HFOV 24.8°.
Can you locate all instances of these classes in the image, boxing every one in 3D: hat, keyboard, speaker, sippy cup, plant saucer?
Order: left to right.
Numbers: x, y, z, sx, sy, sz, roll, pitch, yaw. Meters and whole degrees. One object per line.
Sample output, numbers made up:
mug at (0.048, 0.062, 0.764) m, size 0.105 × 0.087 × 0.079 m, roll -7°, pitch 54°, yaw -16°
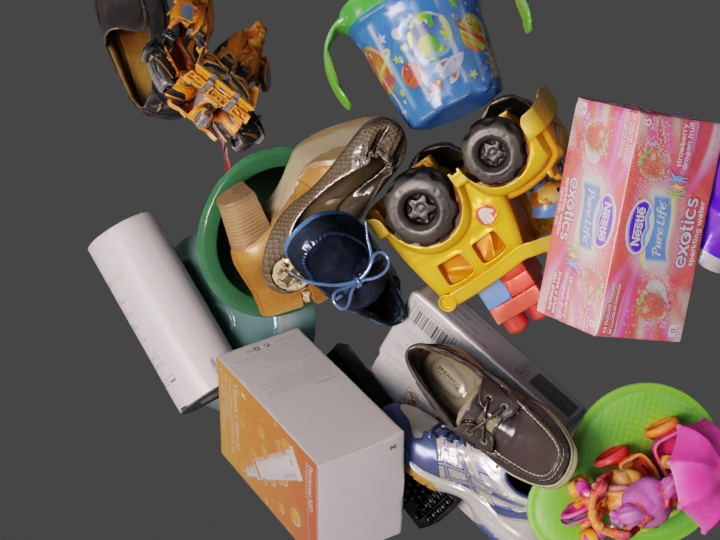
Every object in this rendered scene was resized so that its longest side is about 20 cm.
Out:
speaker at (-0.198, 0.042, 1.670) m, size 0.081 × 0.081 × 0.201 m, roll -35°, pitch 81°, yaw 24°
plant saucer at (-0.143, 0.053, 1.710) m, size 0.199 × 0.036 × 0.201 m, roll 3°, pitch 97°, yaw 24°
hat at (-0.107, -0.075, 1.678) m, size 0.176 × 0.165 × 0.201 m, roll 41°, pitch 116°, yaw 61°
keyboard at (0.010, 0.178, 1.637) m, size 0.200 × 0.040 × 0.104 m, roll 52°, pitch 132°, yaw 13°
sippy cup at (0.066, -0.206, 1.524) m, size 0.177 × 0.139 × 0.131 m, roll -28°, pitch 83°, yaw 31°

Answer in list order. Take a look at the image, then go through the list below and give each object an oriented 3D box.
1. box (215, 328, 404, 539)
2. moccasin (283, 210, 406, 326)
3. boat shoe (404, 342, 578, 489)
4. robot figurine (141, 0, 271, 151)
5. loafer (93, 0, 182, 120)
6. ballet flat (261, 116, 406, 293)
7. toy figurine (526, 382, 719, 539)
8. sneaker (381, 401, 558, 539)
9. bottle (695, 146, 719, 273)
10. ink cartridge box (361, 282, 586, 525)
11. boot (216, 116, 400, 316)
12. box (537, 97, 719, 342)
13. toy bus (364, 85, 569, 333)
box at (-0.051, 0.167, 1.581) m, size 0.200 × 0.097 × 0.125 m, roll 41°, pitch 140°, yaw 46°
moccasin at (0.000, 0.000, 1.500) m, size 0.080 × 0.200 × 0.068 m, roll -43°, pitch 63°, yaw 11°
boat shoe at (0.111, 0.131, 1.484) m, size 0.200 × 0.065 × 0.073 m, roll 35°, pitch 101°, yaw 39°
robot figurine at (-0.141, -0.199, 1.578) m, size 0.145 × 0.200 × 0.058 m, roll 37°, pitch 116°, yaw -24°
loafer at (-0.237, -0.251, 1.697) m, size 0.073 × 0.072 × 0.201 m, roll -31°, pitch 82°, yaw 26°
ballet flat at (-0.023, -0.055, 1.514) m, size 0.067 × 0.046 × 0.200 m, roll 31°, pitch 107°, yaw -28°
toy figurine at (0.252, 0.185, 1.418) m, size 0.199 × 0.184 × 0.151 m, roll -27°, pitch 89°, yaw -7°
sneaker at (0.110, 0.177, 1.550) m, size 0.200 × 0.075 × 0.088 m, roll 36°, pitch 122°, yaw 7°
bottle at (0.354, -0.092, 1.445) m, size 0.083 × 0.065 × 0.201 m, roll 34°, pitch 109°, yaw 15°
ink cartridge box at (0.101, 0.134, 1.604) m, size 0.200 × 0.043 × 0.174 m, roll 42°, pitch 132°, yaw 15°
boot at (-0.033, -0.050, 1.584) m, size 0.200 × 0.071 × 0.144 m, roll -28°, pitch 122°, yaw -6°
box at (0.238, -0.046, 1.454) m, size 0.095 × 0.102 × 0.201 m, roll 25°, pitch 107°, yaw 59°
toy bus at (0.134, -0.048, 1.527) m, size 0.200 × 0.136 × 0.192 m, roll -35°, pitch 94°, yaw 21°
